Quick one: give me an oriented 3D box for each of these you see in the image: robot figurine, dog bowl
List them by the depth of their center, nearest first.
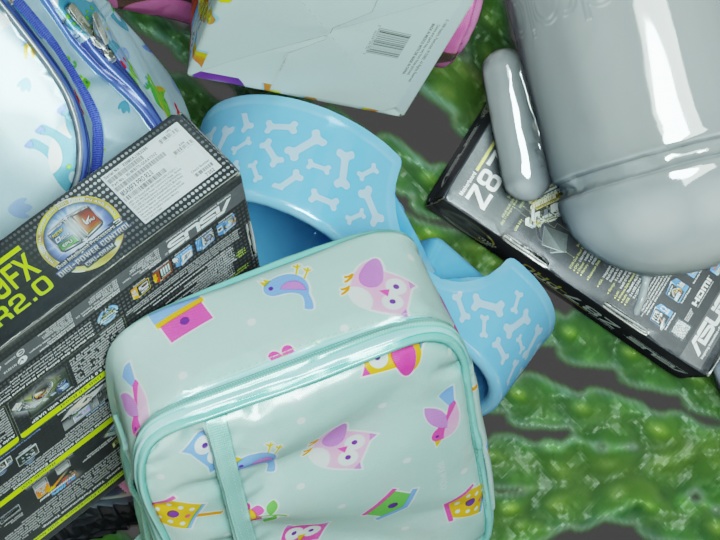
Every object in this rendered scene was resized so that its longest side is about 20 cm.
[{"bbox_3d":[0.000,0.000,1.114,0.200,0.111,0.050,41,58,-27],"label":"dog bowl"},{"bbox_3d":[0.134,-0.085,1.116,0.169,0.113,0.201,-16,87,32],"label":"robot figurine"}]

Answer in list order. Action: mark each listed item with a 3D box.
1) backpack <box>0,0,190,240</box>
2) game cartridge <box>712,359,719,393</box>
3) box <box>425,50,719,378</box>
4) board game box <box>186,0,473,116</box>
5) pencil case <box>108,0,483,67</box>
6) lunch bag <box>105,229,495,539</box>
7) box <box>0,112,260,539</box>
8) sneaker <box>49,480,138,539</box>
[{"bbox_3d":[-0.180,-0.055,1.080,0.183,0.147,0.200,-41,104,11],"label":"backpack"},{"bbox_3d":[0.257,0.065,1.142,0.133,0.200,0.041,-38,124,-8],"label":"game cartridge"},{"bbox_3d":[0.151,-0.072,1.200,0.161,0.049,0.201,33,82,-9],"label":"box"},{"bbox_3d":[-0.012,-0.186,1.066,0.102,0.105,0.201,10,59,-15],"label":"board game box"},{"bbox_3d":[-0.040,-0.159,1.154,0.199,0.091,0.094,13,49,-11],"label":"pencil case"},{"bbox_3d":[-0.027,0.083,1.056,0.160,0.201,0.077,-21,52,-9],"label":"lunch bag"},{"bbox_3d":[-0.130,0.045,1.032,0.200,0.161,0.044,-38,64,-16],"label":"box"},{"bbox_3d":[-0.110,0.076,1.144,0.199,0.070,0.082,-15,73,-13],"label":"sneaker"}]
